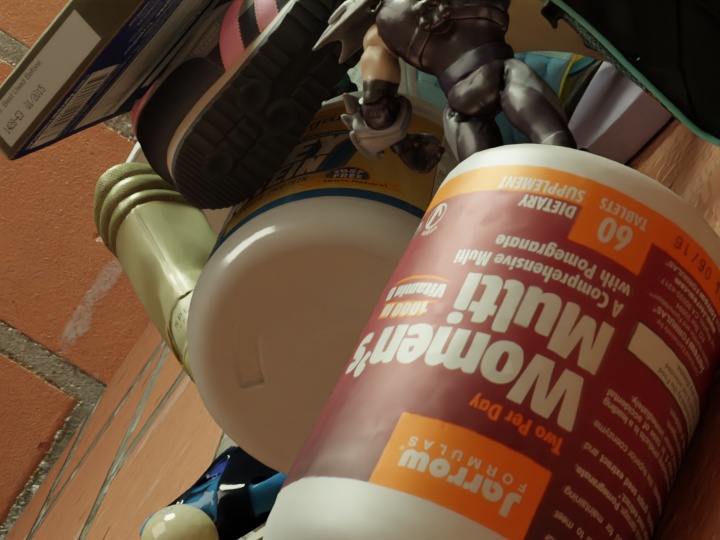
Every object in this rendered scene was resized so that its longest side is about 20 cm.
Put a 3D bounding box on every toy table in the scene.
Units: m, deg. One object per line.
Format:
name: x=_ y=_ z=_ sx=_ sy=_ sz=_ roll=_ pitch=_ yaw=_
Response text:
toy table: x=0.121 y=-0.152 z=0.843 sx=0.200 sy=0.117 sz=0.184 roll=-56 pitch=8 yaw=14

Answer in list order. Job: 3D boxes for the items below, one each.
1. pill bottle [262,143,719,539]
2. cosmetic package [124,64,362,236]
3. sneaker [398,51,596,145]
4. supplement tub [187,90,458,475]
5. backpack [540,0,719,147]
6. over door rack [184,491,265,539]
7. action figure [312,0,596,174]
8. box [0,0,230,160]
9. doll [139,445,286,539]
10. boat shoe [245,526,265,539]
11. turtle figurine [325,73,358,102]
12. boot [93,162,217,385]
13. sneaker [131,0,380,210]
pill bottle: x=0.037 y=0.068 z=0.546 sx=0.200 sy=0.109 sz=0.110 roll=-62 pitch=10 yaw=-28
cosmetic package: x=-0.042 y=-0.083 z=1.237 sx=0.165 sy=0.200 sz=0.165 roll=-48 pitch=13 yaw=47
sneaker: x=0.073 y=-0.162 z=1.015 sx=0.080 sy=0.130 sz=0.200 roll=-35 pitch=-61 yaw=-74
supplement tub: x=0.000 y=0.000 z=0.880 sx=0.145 sy=0.145 sz=0.200 roll=-54 pitch=9 yaw=24
backpack: x=0.117 y=-0.170 z=0.640 sx=0.176 sy=0.200 sz=0.153 roll=-54 pitch=9 yaw=28
over door rack: x=-0.119 y=0.211 z=1.066 sx=0.148 sy=0.067 sz=0.200 roll=-59 pitch=9 yaw=-16
action figure: x=0.054 y=-0.068 z=0.725 sx=0.130 sy=0.069 sz=0.200 roll=-38 pitch=60 yaw=29
box: x=-0.095 y=-0.123 z=0.858 sx=0.121 sy=0.032 sz=0.200 roll=-45 pitch=-4 yaw=25
doll: x=-0.065 y=0.116 z=0.961 sx=0.136 sy=0.049 sz=0.200 roll=-24 pitch=9 yaw=25
boat shoe: x=-0.081 y=0.202 z=0.867 sx=0.200 sy=0.073 sz=0.063 roll=-48 pitch=8 yaw=26
turtle figurine: x=-0.028 y=-0.066 z=1.040 sx=0.101 sy=0.200 sz=0.150 roll=-1 pitch=71 yaw=36
boot: x=-0.094 y=0.025 z=1.114 sx=0.073 sy=0.156 sz=0.200 roll=-36 pitch=-25 yaw=1
sneaker: x=-0.032 y=-0.123 z=0.828 sx=0.200 sy=0.070 sz=0.082 roll=-45 pitch=43 yaw=-5
